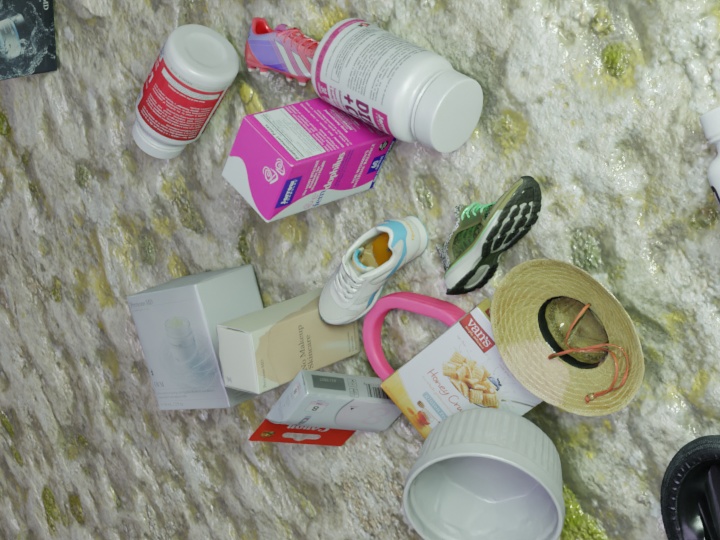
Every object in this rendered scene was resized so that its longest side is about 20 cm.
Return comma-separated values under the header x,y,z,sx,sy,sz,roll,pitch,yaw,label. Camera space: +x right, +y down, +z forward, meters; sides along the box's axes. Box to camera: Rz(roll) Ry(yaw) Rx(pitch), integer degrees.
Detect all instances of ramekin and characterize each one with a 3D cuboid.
x,y,z,sx,sy,sz,roll,pitch,yaw,label
0.159,0.264,1.477,0.200,0.105,0.200,8,129,10,ramekin

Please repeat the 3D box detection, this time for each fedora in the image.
x,y,z,sx,sy,sz,roll,pitch,yaw,label
0.420,0.259,1.266,0.200,0.092,0.201,19,118,40,fedora

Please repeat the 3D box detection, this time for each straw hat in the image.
x,y,z,sx,sy,sz,roll,pitch,yaw,label
0.256,0.065,1.364,0.201,0.085,0.201,21,124,35,straw hat

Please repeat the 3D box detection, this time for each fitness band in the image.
x,y,z,sx,sy,sz,roll,pitch,yaw,label
0.084,0.105,1.593,0.200,0.037,0.144,13,115,41,fitness band

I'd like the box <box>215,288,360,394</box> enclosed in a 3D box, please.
x,y,z,sx,sy,sz,roll,pitch,yaw,label
-0.099,0.097,1.656,0.078,0.200,0.095,8,111,44,box

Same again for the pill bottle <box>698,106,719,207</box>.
x,y,z,sx,sy,sz,roll,pitch,yaw,label
0.404,-0.073,1.137,0.111,0.111,0.200,-25,87,48,pill bottle

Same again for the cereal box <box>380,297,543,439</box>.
x,y,z,sx,sy,sz,roll,pitch,yaw,label
0.137,0.146,1.513,0.144,0.040,0.200,50,127,4,cereal box

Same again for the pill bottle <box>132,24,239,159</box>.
x,y,z,sx,sy,sz,roll,pitch,yaw,label
-0.267,-0.260,1.754,0.112,0.112,0.200,55,136,15,pill bottle

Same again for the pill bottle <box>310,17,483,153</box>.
x,y,z,sx,sy,sz,roll,pitch,yaw,label
0.045,-0.225,1.445,0.200,0.113,0.113,32,126,34,pill bottle

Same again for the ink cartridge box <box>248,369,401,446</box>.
x,y,z,sx,sy,sz,roll,pitch,yaw,label
-0.049,0.217,1.684,0.200,0.162,0.057,-56,37,40,ink cartridge box

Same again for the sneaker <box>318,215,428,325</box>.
x,y,z,sx,sy,sz,roll,pitch,yaw,label
0.000,0.000,1.578,0.200,0.081,0.077,-49,67,30,sneaker

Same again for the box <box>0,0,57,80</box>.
x,y,z,sx,sy,sz,roll,pitch,yaw,label
-0.633,-0.430,1.999,0.117,0.200,0.197,24,122,39,box

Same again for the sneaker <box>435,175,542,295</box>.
x,y,z,sx,sy,sz,roll,pitch,yaw,label
0.144,-0.056,1.446,0.089,0.077,0.200,58,135,24,sneaker

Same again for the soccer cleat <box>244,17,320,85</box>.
x,y,z,sx,sy,sz,roll,pitch,yaw,label
-0.085,-0.295,1.591,0.200,0.067,0.077,19,114,43,soccer cleat

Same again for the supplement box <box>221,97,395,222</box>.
x,y,z,sx,sy,sz,roll,pitch,yaw,label
-0.064,-0.151,1.522,0.103,0.200,0.101,47,134,22,supplement box

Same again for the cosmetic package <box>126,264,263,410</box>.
x,y,z,sx,sy,sz,roll,pitch,yaw,label
-0.248,0.109,1.875,0.199,0.123,0.200,-10,97,47,cosmetic package
